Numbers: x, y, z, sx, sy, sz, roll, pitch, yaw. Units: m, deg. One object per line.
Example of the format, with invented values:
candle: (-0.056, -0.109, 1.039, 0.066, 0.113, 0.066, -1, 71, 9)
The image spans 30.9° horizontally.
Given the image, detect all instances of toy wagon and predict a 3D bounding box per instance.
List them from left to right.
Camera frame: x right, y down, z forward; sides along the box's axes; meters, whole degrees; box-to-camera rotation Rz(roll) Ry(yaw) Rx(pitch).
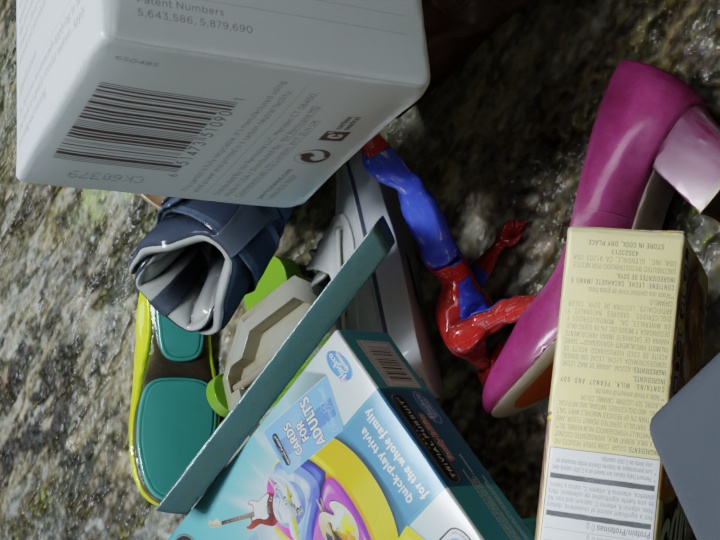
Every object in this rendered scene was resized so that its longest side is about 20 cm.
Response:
toy wagon: (-0.043, 0.065, 0.885, 0.155, 0.040, 0.200, -37, 56, 35)

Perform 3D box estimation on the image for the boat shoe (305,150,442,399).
boat shoe: (0.000, 0.000, 0.809, 0.066, 0.072, 0.200, -18, 61, 11)

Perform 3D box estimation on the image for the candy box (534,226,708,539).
candy box: (0.118, 0.089, 0.589, 0.055, 0.115, 0.200, 4, 82, 21)

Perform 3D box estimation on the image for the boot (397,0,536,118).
boot: (0.031, -0.150, 0.753, 0.200, 0.186, 0.064, -29, 72, 36)

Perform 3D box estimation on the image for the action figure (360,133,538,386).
action figure: (0.066, -0.029, 0.751, 0.099, 0.065, 0.200, -22, 99, 1)

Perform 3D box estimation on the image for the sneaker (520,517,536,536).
sneaker: (0.093, 0.190, 0.683, 0.200, 0.084, 0.121, 18, 104, 49)

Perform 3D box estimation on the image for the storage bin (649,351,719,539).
storage bin: (0.214, 0.052, 0.508, 0.134, 0.200, 0.146, -48, 51, 40)

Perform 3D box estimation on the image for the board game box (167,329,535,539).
board game box: (-0.018, 0.155, 0.698, 0.200, 0.047, 0.151, -52, 56, 23)

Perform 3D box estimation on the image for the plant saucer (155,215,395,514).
plant saucer: (-0.044, 0.054, 0.735, 0.019, 0.070, 0.200, 37, 98, -1)

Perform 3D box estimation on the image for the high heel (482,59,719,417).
high heel: (0.118, -0.015, 0.708, 0.200, 0.067, 0.096, -48, 59, 10)

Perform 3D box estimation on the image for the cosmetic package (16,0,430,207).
cosmetic package: (-0.081, -0.158, 0.674, 0.165, 0.165, 0.200, -34, 56, 57)

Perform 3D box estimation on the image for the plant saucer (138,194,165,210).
plant saucer: (-0.121, -0.135, 0.973, 0.200, 0.035, 0.200, 13, 113, 33)

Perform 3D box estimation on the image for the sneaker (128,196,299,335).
sneaker: (-0.097, -0.028, 0.842, 0.146, 0.077, 0.202, -56, 13, -19)

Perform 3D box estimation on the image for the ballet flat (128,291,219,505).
ballet flat: (-0.142, 0.080, 0.979, 0.067, 0.067, 0.200, 144, 129, -62)
